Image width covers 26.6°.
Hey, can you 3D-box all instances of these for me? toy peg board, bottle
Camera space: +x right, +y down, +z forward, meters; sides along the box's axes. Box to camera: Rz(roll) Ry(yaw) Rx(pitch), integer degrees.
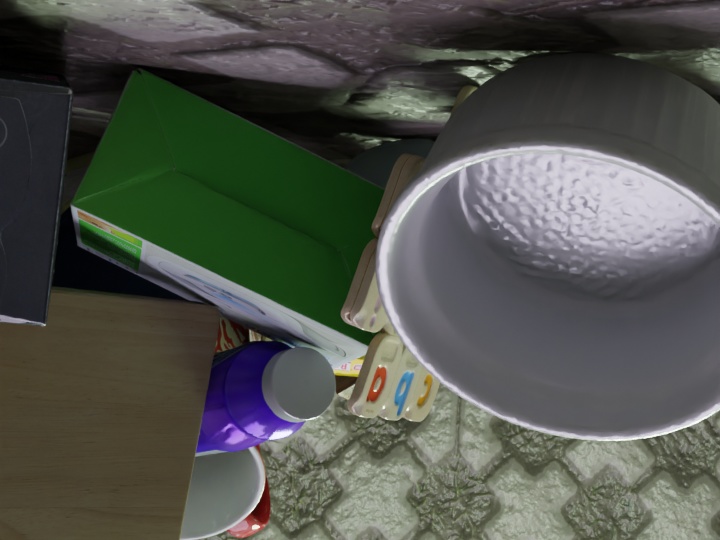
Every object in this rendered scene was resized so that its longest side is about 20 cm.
[{"bbox_3d":[-0.212,0.104,0.964,0.199,0.200,0.098,8,-176,-42],"label":"toy peg board"},{"bbox_3d":[-0.083,0.087,1.043,0.083,0.066,0.200,-31,-173,-29],"label":"bottle"}]

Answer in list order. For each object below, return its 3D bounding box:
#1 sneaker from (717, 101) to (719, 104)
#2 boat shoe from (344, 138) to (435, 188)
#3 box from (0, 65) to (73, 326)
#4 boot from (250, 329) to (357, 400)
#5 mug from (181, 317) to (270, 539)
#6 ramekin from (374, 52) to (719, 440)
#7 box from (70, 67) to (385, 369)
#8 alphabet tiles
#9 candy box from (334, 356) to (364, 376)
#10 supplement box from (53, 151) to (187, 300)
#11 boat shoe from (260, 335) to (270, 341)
[{"bbox_3d":[0.186,-0.050,0.903,0.095,0.080,0.200,4,174,29],"label":"sneaker"},{"bbox_3d":[0.089,-0.045,1.052,0.199,0.071,0.091,2,170,8],"label":"boat shoe"},{"bbox_3d":[-0.214,-0.050,0.818,0.105,0.123,0.200,6,-173,-13],"label":"box"},{"bbox_3d":[-0.047,0.023,1.403,0.077,0.156,0.200,-35,142,23],"label":"boot"},{"bbox_3d":[-0.146,0.120,1.265,0.133,0.178,0.200,-4,-143,-2],"label":"mug"},{"bbox_3d":[0.116,-0.014,0.787,0.199,0.098,0.201,12,134,12],"label":"ramekin"},{"bbox_3d":[-0.073,-0.027,0.964,0.199,0.097,0.176,26,169,-6],"label":"box"},{"bbox_3d":[0.046,-0.006,0.899,0.015,0.197,0.200,19,-179,23],"label":"alphabet tiles"},{"bbox_3d":[0.000,0.000,1.132,0.102,0.201,0.026,4,133,-4],"label":"candy box"},{"bbox_3d":[-0.216,0.020,1.148,0.134,0.200,0.199,50,155,-18],"label":"supplement box"},{"bbox_3d":[-0.047,0.033,1.253,0.063,0.202,0.073,8,-152,-3],"label":"boat shoe"}]
